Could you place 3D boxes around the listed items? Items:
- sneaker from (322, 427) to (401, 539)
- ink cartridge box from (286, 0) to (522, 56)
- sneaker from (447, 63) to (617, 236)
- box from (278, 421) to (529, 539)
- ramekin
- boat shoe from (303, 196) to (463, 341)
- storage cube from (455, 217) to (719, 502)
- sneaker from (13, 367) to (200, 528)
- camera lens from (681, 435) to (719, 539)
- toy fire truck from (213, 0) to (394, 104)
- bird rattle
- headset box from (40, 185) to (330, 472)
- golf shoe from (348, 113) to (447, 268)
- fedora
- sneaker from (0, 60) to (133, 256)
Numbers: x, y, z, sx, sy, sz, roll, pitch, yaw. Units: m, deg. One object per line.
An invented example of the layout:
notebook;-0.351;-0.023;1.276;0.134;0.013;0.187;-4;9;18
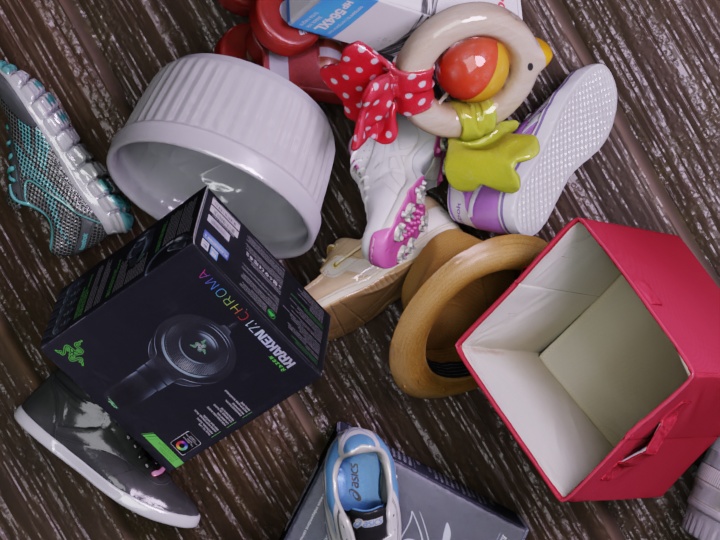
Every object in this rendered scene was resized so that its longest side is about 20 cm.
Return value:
sneaker;0.005;0.237;1.654;0.071;0.072;0.202;-9;92;-1
ink cartridge box;0.037;-0.269;1.678;0.198;0.084;0.148;14;62;-32
sneaker;0.149;-0.118;1.753;0.201;0.114;0.073;-51;126;-27
box;0.033;0.250;1.741;0.199;0.104;0.149;28;91;-1
ramekin;-0.116;-0.104;1.694;0.198;0.200;0.106;22;68;0
boat shoe;0.000;0.000;1.760;0.199;0.074;0.070;-29;63;-6
storage cube;0.226;0.078;1.652;0.171;0.179;0.201;-48;60;25
sneaker;-0.214;0.151;1.756;0.199;0.071;0.100;35;96;4
camera lens;0.394;0.172;1.711;0.159;0.160;0.202;26;91;0
toy fire truck;-0.040;-0.241;1.731;0.166;0.112;0.202;7;67;-25
bird rattle;0.074;-0.164;1.644;0.199;0.113;0.163;28;114;-27
headset box;-0.157;0.057;1.676;0.199;0.093;0.174;-32;115;24
golf shoe;0.023;-0.078;1.718;0.090;0.201;0.076;12;133;12
fedora;0.093;0.026;1.724;0.200;0.201;0.082;-36;55;0
sneaker;-0.298;-0.099;1.755;0.091;0.078;0.201;-35;89;5
